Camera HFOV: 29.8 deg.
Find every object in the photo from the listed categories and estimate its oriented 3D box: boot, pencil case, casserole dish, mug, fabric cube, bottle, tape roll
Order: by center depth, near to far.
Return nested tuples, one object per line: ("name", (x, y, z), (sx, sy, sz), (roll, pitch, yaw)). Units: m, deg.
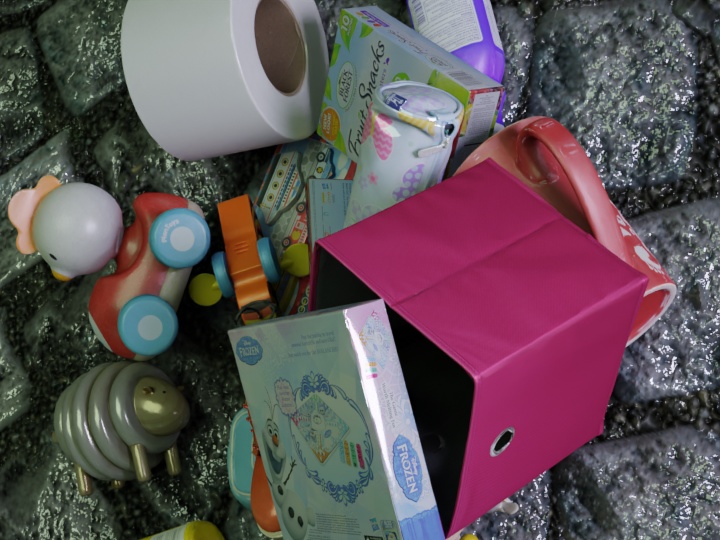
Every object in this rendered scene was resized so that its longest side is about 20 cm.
("fabric cube", (0.090, 0.062, 1.139), (0.200, 0.198, 0.197), (40, 141, 33))
("mug", (0.177, -0.029, 1.221), (0.133, 0.177, 0.201), (-39, 66, 7))
("pencil case", (0.038, -0.076, 1.267), (0.090, 0.083, 0.201), (32, 125, 28))
("boot", (-0.083, 0.157, 1.306), (0.074, 0.107, 0.202), (5, 81, 30))
("bottle", (0.103, -0.214, 1.366), (0.083, 0.065, 0.202), (-23, 67, 27))
("casserole dish", (-0.061, 0.183, 1.370), (0.198, 0.039, 0.122), (-8, 73, 28))
("tape roll", (-0.139, -0.225, 1.424), (0.138, 0.202, 0.205), (-9, 73, 27))

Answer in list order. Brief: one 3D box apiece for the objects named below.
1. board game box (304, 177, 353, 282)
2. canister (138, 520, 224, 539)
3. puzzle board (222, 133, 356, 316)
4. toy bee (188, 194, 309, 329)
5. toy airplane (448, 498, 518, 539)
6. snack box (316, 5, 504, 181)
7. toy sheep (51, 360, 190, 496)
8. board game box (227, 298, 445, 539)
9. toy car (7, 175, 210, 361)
("board game box", (0.000, 0.000, 1.344), (0.102, 0.019, 0.202), (1, 63, -10))
("canister", (-0.229, 0.352, 1.391), (0.199, 0.086, 0.150), (-21, 68, 21))
("puzzle board", (-0.060, -0.044, 1.441), (0.150, 0.017, 0.201), (21, 87, 31))
("toy bee", (-0.115, 0.023, 1.395), (0.130, 0.109, 0.201), (-2, 46, 17))
("toy airplane", (0.054, 0.266, 1.227), (0.198, 0.141, 0.201), (-11, 104, 12))
("snack box", (0.044, -0.157, 1.343), (0.200, 0.053, 0.143), (40, 128, 38))
("toy sheep", (-0.259, 0.164, 1.434), (0.199, 0.138, 0.139), (-17, 69, 30))
("board game box", (-0.024, 0.132, 1.103), (0.199, 0.043, 0.201), (-12, 94, 58))
("toy car", (-0.276, -0.016, 1.407), (0.199, 0.184, 0.178), (21, 87, -13))
